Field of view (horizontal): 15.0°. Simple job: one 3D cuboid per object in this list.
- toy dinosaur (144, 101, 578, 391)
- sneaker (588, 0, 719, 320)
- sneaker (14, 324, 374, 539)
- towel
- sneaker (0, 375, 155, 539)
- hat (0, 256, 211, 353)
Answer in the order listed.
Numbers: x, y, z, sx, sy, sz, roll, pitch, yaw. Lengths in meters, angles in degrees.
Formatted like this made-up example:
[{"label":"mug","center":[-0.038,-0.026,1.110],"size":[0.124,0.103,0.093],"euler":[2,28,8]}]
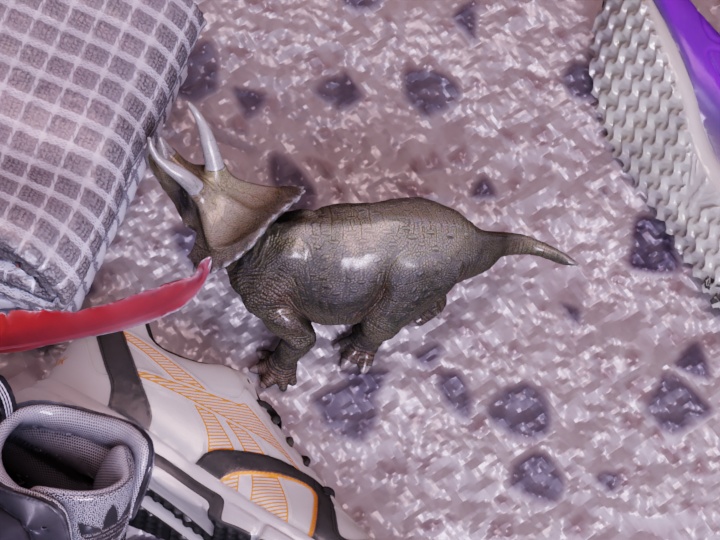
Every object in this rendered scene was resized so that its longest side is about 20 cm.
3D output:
[{"label":"toy dinosaur","center":[0.000,0.000,1.162],"size":[0.199,0.102,0.077],"euler":[9,63,-8]},{"label":"sneaker","center":[0.183,-0.054,1.258],"size":[0.099,0.070,0.201],"euler":[-19,74,-28]},{"label":"sneaker","center":[-0.045,0.085,1.126],"size":[0.199,0.074,0.080],"euler":[34,59,4]},{"label":"towel","center":[-0.185,-0.080,1.168],"size":[0.199,0.086,0.166],"euler":[22,60,-2]},{"label":"sneaker","center":[-0.102,0.130,1.059],"size":[0.200,0.114,0.075],"euler":[46,46,13]},{"label":"hat","center":[-0.179,0.066,1.053],"size":[0.175,0.200,0.167],"euler":[2,94,-24]}]
